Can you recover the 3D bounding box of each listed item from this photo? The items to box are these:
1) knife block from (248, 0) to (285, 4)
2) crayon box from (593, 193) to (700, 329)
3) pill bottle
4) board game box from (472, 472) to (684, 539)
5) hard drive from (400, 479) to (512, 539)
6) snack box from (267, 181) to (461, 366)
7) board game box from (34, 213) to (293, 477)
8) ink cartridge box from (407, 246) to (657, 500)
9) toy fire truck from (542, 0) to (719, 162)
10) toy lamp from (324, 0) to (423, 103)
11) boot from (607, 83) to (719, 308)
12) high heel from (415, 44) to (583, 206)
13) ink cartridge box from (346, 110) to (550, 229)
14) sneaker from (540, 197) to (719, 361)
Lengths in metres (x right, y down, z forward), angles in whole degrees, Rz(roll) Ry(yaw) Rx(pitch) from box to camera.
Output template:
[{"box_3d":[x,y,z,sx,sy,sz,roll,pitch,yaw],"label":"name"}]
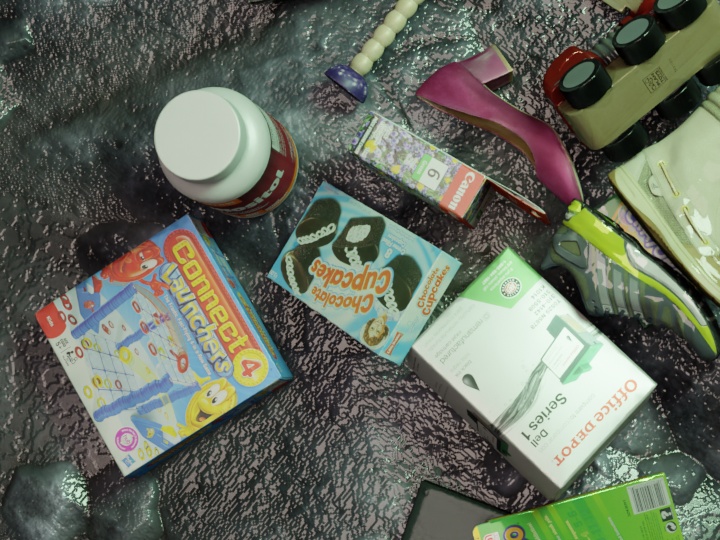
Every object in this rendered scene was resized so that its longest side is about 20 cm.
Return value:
[{"box_3d":[-0.034,-0.328,1.532,0.200,0.175,0.064,-24,80,47],"label":"knife block"},{"box_3d":[0.327,-0.049,1.516,0.200,0.052,0.126,-34,81,6],"label":"crayon box"},{"box_3d":[-0.135,-0.117,1.529,0.112,0.200,0.114,-1,85,11],"label":"pill bottle"},{"box_3d":[0.213,0.268,1.500,0.199,0.030,0.096,-14,83,-9],"label":"board game box"},{"box_3d":[0.094,0.326,1.538,0.139,0.033,0.201,19,89,11],"label":"hard drive"},{"box_3d":[0.000,0.000,1.525,0.200,0.037,0.117,32,92,46],"label":"snack box"},{"box_3d":[-0.203,0.078,1.600,0.195,0.056,0.201,-33,81,7],"label":"board game box"},{"box_3d":[0.166,0.101,1.501,0.200,0.084,0.146,43,78,11],"label":"ink cartridge box"},{"box_3d":[0.245,-0.227,1.517,0.176,0.200,0.129,-40,116,3],"label":"toy fire truck"},{"box_3d":[0.044,-0.265,1.582,0.058,0.058,0.200,37,94,11],"label":"toy lamp"},{"box_3d":[0.349,-0.061,1.448,0.154,0.072,0.200,-40,72,5],"label":"boot"},{"box_3d":[0.140,-0.129,1.543,0.096,0.067,0.201,-30,76,-3],"label":"high heel"},{"box_3d":[0.089,-0.082,1.531,0.199,0.109,0.051,31,91,11],"label":"ink cartridge box"},{"box_3d":[0.258,0.022,1.470,0.200,0.074,0.081,42,105,17],"label":"sneaker"}]
